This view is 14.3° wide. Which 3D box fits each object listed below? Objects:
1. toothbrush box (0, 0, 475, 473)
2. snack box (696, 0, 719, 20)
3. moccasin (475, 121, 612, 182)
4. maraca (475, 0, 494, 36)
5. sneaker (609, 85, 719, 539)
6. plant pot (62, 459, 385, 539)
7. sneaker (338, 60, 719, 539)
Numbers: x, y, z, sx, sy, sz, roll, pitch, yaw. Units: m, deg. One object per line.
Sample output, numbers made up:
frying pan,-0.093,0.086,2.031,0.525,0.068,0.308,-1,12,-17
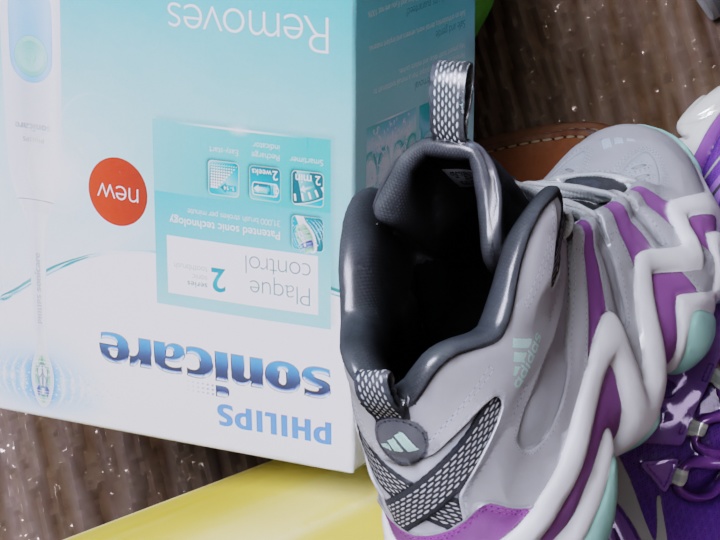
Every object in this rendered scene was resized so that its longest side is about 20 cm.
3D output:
toothbrush box,-0.046,-0.053,0.877,0.146,0.085,0.200,10,109,26
snack box,0.102,-0.187,1.023,0.072,0.024,0.200,-33,67,6
moccasin,0.000,-0.002,0.970,0.201,0.078,0.074,-13,85,14
maraca,-0.009,-0.115,1.001,0.137,0.107,0.200,23,61,24
sneaker,0.115,0.027,0.911,0.083,0.081,0.200,4,72,59
plant pot,-0.039,0.148,0.892,0.189,0.201,0.201,-33,66,-9
sneaker,0.047,-0.012,0.828,0.078,0.140,0.200,-4,40,25
